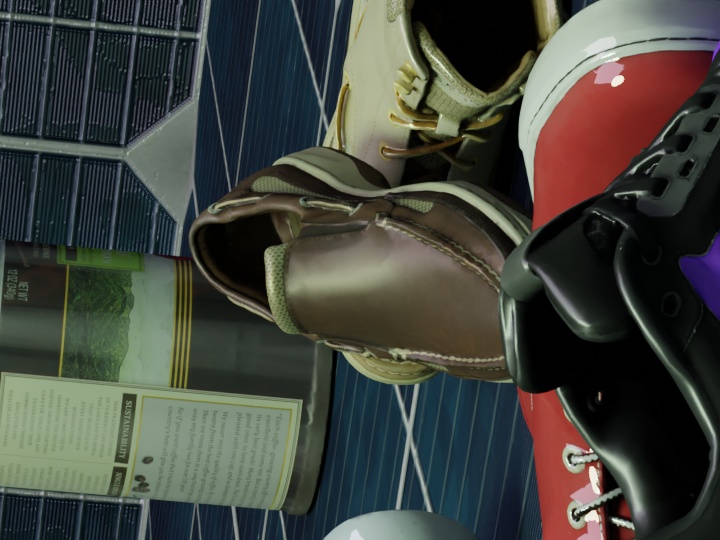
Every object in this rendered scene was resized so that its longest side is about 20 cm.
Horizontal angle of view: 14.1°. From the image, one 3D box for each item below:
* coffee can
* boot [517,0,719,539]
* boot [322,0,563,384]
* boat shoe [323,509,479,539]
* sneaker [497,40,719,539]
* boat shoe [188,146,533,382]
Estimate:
[{"bbox_3d":[-0.124,0.062,1.698,0.146,0.199,0.147,-175,90,-82],"label":"coffee can"},{"bbox_3d":[0.076,0.031,0.757,0.200,0.072,0.145,93,178,-59],"label":"boot"},{"bbox_3d":[0.031,-0.054,1.142,0.155,0.073,0.201,177,101,-81],"label":"boot"},{"bbox_3d":[0.015,0.176,1.118,0.200,0.071,0.091,95,175,-54],"label":"boat shoe"},{"bbox_3d":[0.080,-0.009,0.622,0.070,0.099,0.201,116,157,-64],"label":"sneaker"},{"bbox_3d":[0.001,0.006,1.067,0.202,0.075,0.075,17,122,60],"label":"boat shoe"}]
